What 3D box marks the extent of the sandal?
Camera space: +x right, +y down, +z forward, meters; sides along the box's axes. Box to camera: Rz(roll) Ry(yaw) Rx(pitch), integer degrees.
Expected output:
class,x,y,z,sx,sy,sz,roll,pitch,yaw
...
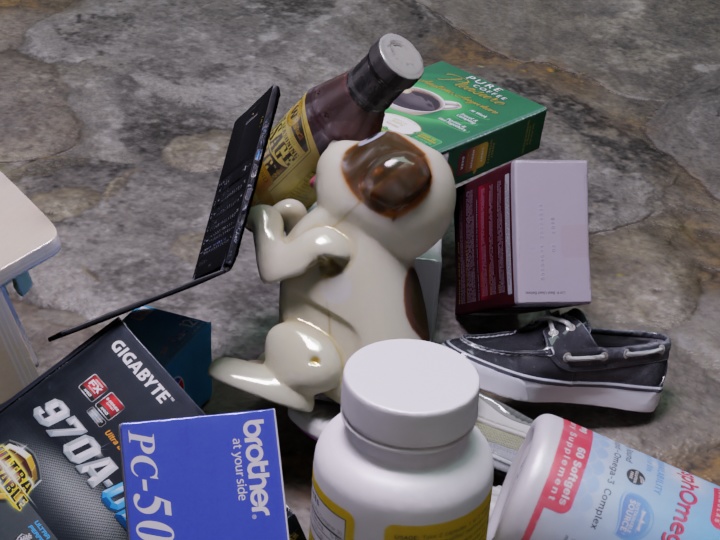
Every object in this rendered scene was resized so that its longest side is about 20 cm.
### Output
class,x,y,z,sx,sy,sz,roll,pitch,yaw
sandal,0.022,0.144,1.247,0.202,0.050,0.082,25,8,35

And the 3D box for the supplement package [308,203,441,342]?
class,x,y,z,sx,sy,sz,roll,pitch,yaw
supplement package,0.007,-0.008,1.453,0.116,0.118,0.200,6,28,2

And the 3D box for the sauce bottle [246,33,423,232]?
class,x,y,z,sx,sy,sz,roll,pitch,yaw
sauce bottle,-0.027,-0.101,1.326,0.066,0.200,0.066,24,43,-25

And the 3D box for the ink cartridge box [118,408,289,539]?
class,x,y,z,sx,sy,sz,roll,pitch,yaw
ink cartridge box,-0.085,0.186,1.037,0.093,0.202,0.044,-4,-14,-9

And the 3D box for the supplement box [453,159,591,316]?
class,x,y,z,sx,sy,sz,roll,pitch,yaw
supplement box,0.123,-0.022,1.410,0.060,0.110,0.200,0,-3,-11

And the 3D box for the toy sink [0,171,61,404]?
class,x,y,z,sx,sy,sz,roll,pitch,yaw
toy sink,-0.309,0.038,1.295,0.199,0.113,0.130,-32,41,-19

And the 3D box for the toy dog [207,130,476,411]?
class,x,y,z,sx,sy,sz,roll,pitch,yaw
toy dog,0.000,0.000,1.265,0.193,0.202,0.139,19,7,26

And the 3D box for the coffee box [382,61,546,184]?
class,x,y,z,sx,sy,sz,roll,pitch,yaw
coffee box,0.049,-0.113,1.481,0.122,0.044,0.199,26,35,32

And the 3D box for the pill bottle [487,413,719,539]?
class,x,y,z,sx,sy,sz,roll,pitch,yaw
pill bottle,0.184,0.177,1.131,0.199,0.109,0.109,23,31,2

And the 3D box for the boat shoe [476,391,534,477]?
class,x,y,z,sx,sy,sz,roll,pitch,yaw
boat shoe,0.116,0.139,1.268,0.201,0.065,0.074,28,-2,30

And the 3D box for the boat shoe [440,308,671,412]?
class,x,y,z,sx,sy,sz,roll,pitch,yaw
boat shoe,0.149,0.060,1.347,0.198,0.068,0.072,9,15,-24

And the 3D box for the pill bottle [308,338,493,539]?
class,x,y,z,sx,sy,sz,roll,pitch,yaw
pill bottle,0.024,0.148,1.092,0.110,0.202,0.112,3,30,-2

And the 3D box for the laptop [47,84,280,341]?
class,x,y,z,sx,sy,sz,roll,pitch,yaw
laptop,-0.142,-0.035,1.266,0.102,0.202,0.177,16,-7,-12

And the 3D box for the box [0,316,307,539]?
class,x,y,z,sx,sy,sz,roll,pitch,yaw
box,-0.155,0.147,1.127,0.159,0.046,0.200,-37,57,-13

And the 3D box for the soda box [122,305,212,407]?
class,x,y,z,sx,sy,sz,roll,pitch,yaw
soda box,-0.178,0.103,1.283,0.064,0.068,0.200,13,31,20
